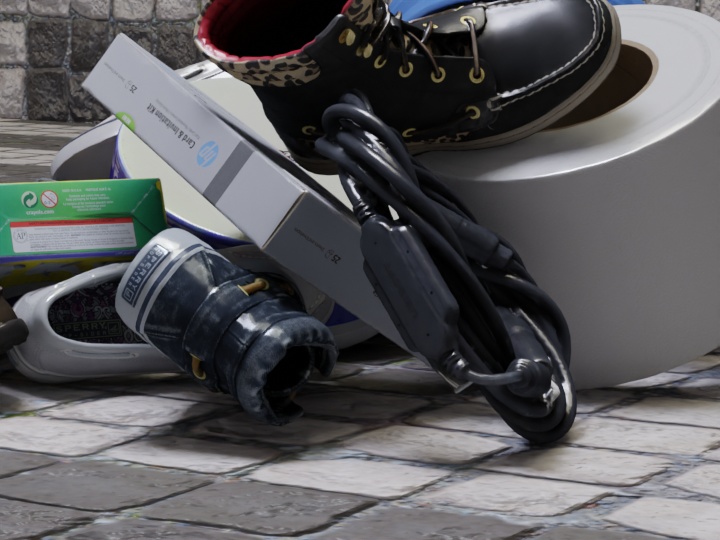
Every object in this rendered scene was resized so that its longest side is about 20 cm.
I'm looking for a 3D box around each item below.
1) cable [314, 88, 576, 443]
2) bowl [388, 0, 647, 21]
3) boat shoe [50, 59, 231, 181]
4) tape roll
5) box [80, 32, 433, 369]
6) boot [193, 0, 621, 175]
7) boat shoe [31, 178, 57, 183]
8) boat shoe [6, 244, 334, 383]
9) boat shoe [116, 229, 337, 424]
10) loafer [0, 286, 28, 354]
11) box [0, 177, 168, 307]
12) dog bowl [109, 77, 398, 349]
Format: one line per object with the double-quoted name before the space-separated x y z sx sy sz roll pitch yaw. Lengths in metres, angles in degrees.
"cable" 0.047 -0.009 1.165 0.051 0.201 0.163 -39 -25 17
"bowl" 0.103 -0.112 1.481 0.199 0.201 0.040 4 48 18
"boat shoe" -0.115 -0.103 1.568 0.199 0.072 0.066 -25 44 1
"tape roll" 0.131 -0.046 1.345 0.201 0.140 0.203 -13 30 8
"box" -0.044 -0.037 1.249 0.156 0.041 0.200 36 5 -45
"boot" 0.023 -0.119 1.224 0.199 0.074 0.151 -13 -24 21
"boat shoe" -0.170 -0.010 1.514 0.198 0.092 0.071 2 7 7
"boat shoe" -0.096 0.018 1.299 0.199 0.073 0.068 -2 -11 -27
"boat shoe" -0.050 0.042 1.190 0.091 0.071 0.200 36 3 19
"loafer" -0.245 0.019 1.265 0.073 0.072 0.199 -29 17 -29
"box" -0.198 0.001 1.371 0.116 0.049 0.200 -3 -15 -25
"dog bowl" -0.059 -0.037 1.463 0.198 0.079 0.201 8 34 -5
